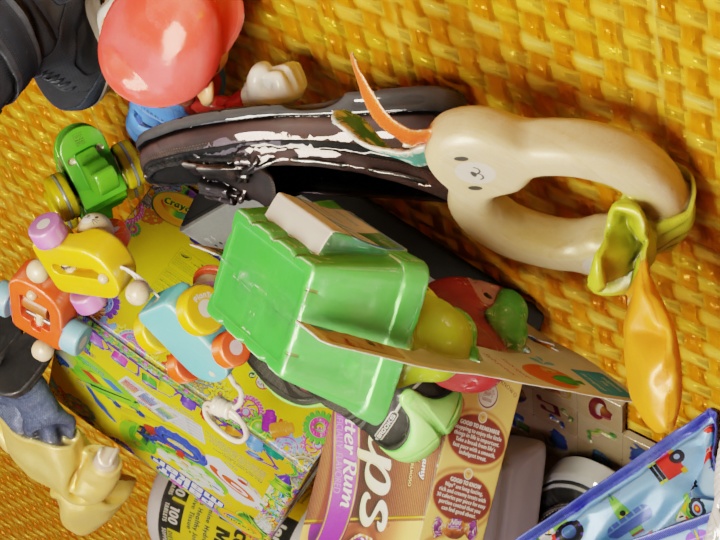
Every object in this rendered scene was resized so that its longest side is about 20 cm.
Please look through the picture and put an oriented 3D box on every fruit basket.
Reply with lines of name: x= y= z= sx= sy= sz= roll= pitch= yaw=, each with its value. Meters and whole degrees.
fruit basket: x=0.029 y=0.019 z=1.174 sx=0.198 sy=0.095 sz=0.185 roll=5 pitch=-165 yaw=-27

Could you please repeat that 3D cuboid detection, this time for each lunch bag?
lunch bag: x=0.169 y=0.203 z=1.337 sx=0.199 sy=0.094 sz=0.151 roll=-29 pitch=121 yaw=14

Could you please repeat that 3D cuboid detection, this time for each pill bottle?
pill bottle: x=-0.062 y=0.206 z=1.732 sx=0.199 sy=0.113 sz=0.113 roll=21 pitch=150 yaw=29

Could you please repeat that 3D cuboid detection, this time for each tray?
tray: x=0.050 y=0.158 z=1.514 sx=0.022 sy=0.109 sz=0.199 roll=8 pitch=178 yaw=-38

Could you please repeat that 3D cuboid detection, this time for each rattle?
rattle: x=0.069 y=-0.013 z=1.116 sx=0.199 sy=0.144 sz=0.130 roll=20 pitch=167 yaw=-25

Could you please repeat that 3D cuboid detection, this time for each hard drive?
hard drive: x=0.000 y=0.000 z=1.359 sx=0.199 sy=0.033 sz=0.139 roll=32 pitch=156 yaw=-17

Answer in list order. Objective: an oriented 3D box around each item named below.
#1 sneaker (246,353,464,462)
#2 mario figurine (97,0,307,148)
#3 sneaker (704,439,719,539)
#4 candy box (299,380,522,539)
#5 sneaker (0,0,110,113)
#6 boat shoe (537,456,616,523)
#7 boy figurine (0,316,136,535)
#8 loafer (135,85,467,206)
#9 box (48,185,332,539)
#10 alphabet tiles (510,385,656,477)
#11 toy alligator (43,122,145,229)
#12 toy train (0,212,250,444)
sneaker: x=-0.014 y=0.046 z=1.307 sx=0.199 sy=0.077 sz=0.084 roll=20 pitch=155 yaw=53
mario figurine: x=-0.095 y=-0.127 z=1.288 sx=0.122 sy=0.107 sz=0.200 roll=-2 pitch=164 yaw=-4
sneaker: x=0.250 y=0.133 z=1.181 sx=0.114 sy=0.075 sz=0.202 roll=13 pitch=107 yaw=28
candy box: x=0.022 y=0.151 z=1.341 sx=0.056 sy=0.202 sz=0.116 roll=18 pitch=173 yaw=-36
sneaker: x=-0.215 y=-0.125 z=1.335 sx=0.076 sy=0.147 sz=0.203 roll=28 pitch=155 yaw=13
boat shoe: x=0.135 y=0.188 z=1.485 sx=0.072 sy=0.071 sz=0.200 roll=34 pitch=155 yaw=5
boy figurine: x=-0.211 y=0.121 z=1.554 sx=0.124 sy=0.065 sz=0.201 roll=19 pitch=150 yaw=35
loafer: x=-0.035 y=-0.059 z=1.220 sx=0.198 sy=0.064 sz=0.072 roll=-7 pitch=170 yaw=21
box: x=-0.101 y=0.067 z=1.537 sx=0.199 sy=0.122 sz=0.193 roll=35 pitch=155 yaw=3
alphabet tiles: x=0.132 y=0.118 z=1.464 sx=0.166 sy=0.008 sz=0.201 roll=26 pitch=152 yaw=22
toy alligator: x=-0.176 y=-0.059 z=1.406 sx=0.055 sy=0.059 sz=0.200 roll=63 pitch=169 yaw=3
toy train: x=-0.142 y=0.023 z=1.371 sx=0.199 sy=0.056 sz=0.151 roll=25 pitch=147 yaw=17
